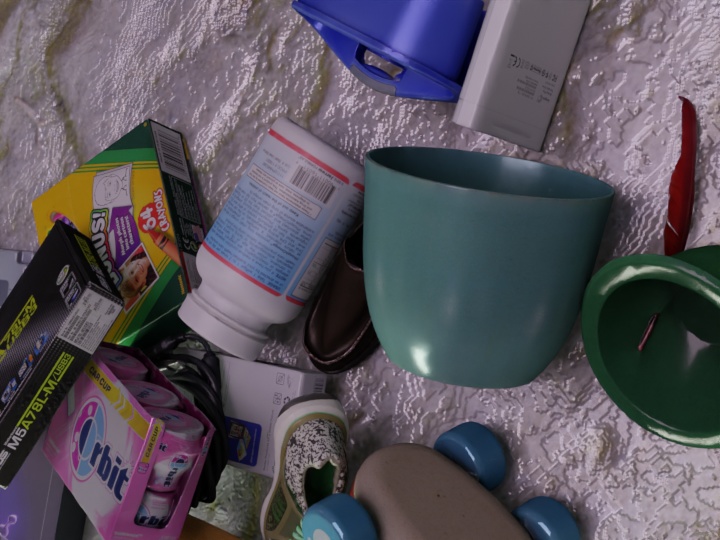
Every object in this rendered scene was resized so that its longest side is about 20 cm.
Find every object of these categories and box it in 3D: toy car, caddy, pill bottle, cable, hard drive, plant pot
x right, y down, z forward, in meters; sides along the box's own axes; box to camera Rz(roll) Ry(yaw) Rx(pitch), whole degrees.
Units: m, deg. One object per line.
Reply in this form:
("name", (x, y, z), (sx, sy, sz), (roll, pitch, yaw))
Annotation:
("toy car", (0.050, 0.261, 1.205), (0.177, 0.183, 0.201), (44, 137, 26))
("caddy", (0.033, -0.203, 1.247), (0.199, 0.141, 0.106), (32, 97, 31))
("pill bottle", (-0.078, -0.026, 1.304), (0.108, 0.109, 0.201), (34, 94, 30))
("cable", (-0.196, 0.160, 1.374), (0.199, 0.051, 0.165), (-31, 69, 29))
("hard drive", (0.142, -0.204, 1.181), (0.027, 0.131, 0.202), (22, 98, 31))
("plant pot", (0.091, 0.000, 1.164), (0.199, 0.200, 0.163), (16, 105, 32))

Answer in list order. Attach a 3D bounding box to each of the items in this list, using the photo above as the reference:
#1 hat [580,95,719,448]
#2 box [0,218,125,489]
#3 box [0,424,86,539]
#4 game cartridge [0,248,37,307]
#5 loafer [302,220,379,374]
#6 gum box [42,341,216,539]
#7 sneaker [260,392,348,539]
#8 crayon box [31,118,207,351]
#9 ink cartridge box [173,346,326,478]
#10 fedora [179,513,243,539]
("hat", (0.282, 0.009, 1.142), (0.164, 0.176, 0.202), (20, 134, 30))
("box", (-0.300, 0.070, 1.334), (0.201, 0.047, 0.193), (-56, 29, 5))
("box", (-0.350, 0.231, 1.465), (0.139, 0.079, 0.202), (10, 91, 11))
("game cartridge", (-0.399, 0.076, 1.558), (0.132, 0.041, 0.203), (5, 89, 37))
("loafer", (0.000, 0.000, 1.288), (0.073, 0.071, 0.201), (36, 104, 29))
("gum box", (-0.203, 0.150, 1.267), (0.200, 0.066, 0.115), (34, 106, 55))
("sneaker", (-0.043, 0.209, 1.250), (0.089, 0.076, 0.202), (-111, 20, -58))
("crayon box", (-0.232, -0.017, 1.429), (0.172, 0.058, 0.202), (-30, 61, 26))
("ink cartridge box", (-0.119, 0.130, 1.363), (0.199, 0.039, 0.101), (9, 90, 41))
("fedora", (-0.137, 0.272, 1.303), (0.199, 0.201, 0.082), (12, 63, 32))
